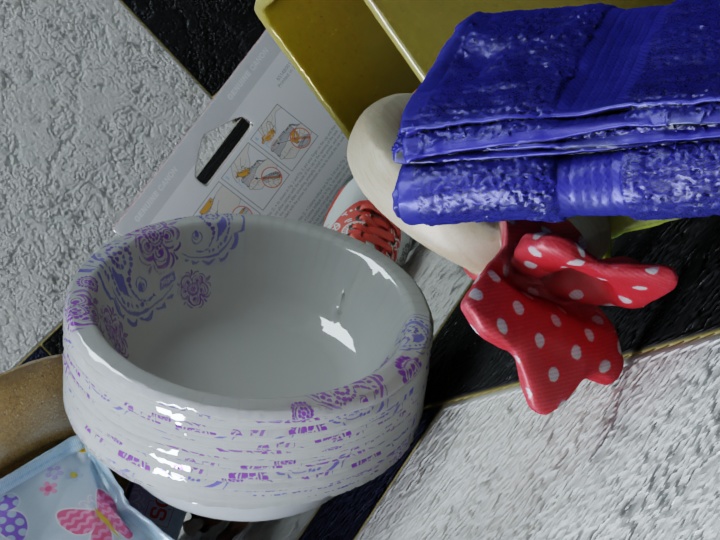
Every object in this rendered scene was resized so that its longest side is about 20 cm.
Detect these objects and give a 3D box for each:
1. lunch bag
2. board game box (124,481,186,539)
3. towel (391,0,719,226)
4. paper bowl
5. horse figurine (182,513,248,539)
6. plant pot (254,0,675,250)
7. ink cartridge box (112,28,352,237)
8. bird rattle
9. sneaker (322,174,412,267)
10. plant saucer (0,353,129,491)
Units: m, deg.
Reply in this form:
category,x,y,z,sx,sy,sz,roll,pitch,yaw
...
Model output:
category,x,y,z,sx,sy,sz,roll,pitch,yaw
lunch bag,-0.209,0.206,1.054,0.200,0.127,0.170,-31,-27,-29
board game box,-0.132,0.138,1.289,0.200,0.041,0.200,-87,16,-72
towel,0.121,-0.077,0.797,0.200,0.050,0.148,-2,36,23
paper bowl,-0.063,0.060,1.066,0.201,0.200,0.104,-68,-14,-58
horse figurine,-0.055,0.102,1.216,0.200,0.050,0.133,-59,-6,10
plant pot,0.087,-0.152,1.161,0.200,0.196,0.194,-37,6,-14
ink cartridge box,-0.056,-0.047,1.408,0.200,0.176,0.045,-54,4,-19
bird rattle,0.066,-0.022,0.885,0.200,0.163,0.113,-50,-14,-55
sneaker,0.001,0.001,1.320,0.201,0.067,0.108,-59,13,-21
plant saucer,-0.203,0.134,1.131,0.200,0.035,0.200,-31,-30,-20
